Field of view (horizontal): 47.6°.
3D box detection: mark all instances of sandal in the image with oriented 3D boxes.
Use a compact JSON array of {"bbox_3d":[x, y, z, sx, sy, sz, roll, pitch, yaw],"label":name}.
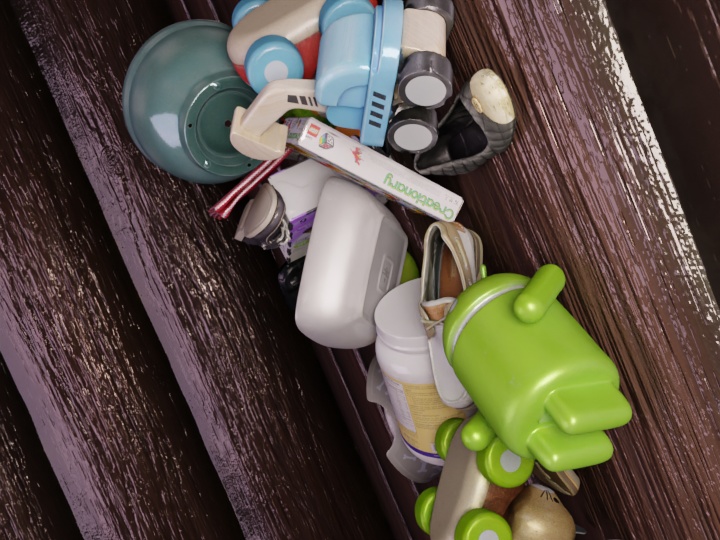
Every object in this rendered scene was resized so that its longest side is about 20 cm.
[{"bbox_3d":[0.195,0.167,0.905,0.201,0.054,0.080,55,162,-23],"label":"sandal"}]

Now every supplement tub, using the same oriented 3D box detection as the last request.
[{"bbox_3d":[0.099,0.124,1.016,0.145,0.144,0.202,48,158,57],"label":"supplement tub"}]

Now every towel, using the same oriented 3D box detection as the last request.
[{"bbox_3d":[-0.142,-0.120,1.086,0.023,0.145,0.200,47,173,-10],"label":"towel"}]

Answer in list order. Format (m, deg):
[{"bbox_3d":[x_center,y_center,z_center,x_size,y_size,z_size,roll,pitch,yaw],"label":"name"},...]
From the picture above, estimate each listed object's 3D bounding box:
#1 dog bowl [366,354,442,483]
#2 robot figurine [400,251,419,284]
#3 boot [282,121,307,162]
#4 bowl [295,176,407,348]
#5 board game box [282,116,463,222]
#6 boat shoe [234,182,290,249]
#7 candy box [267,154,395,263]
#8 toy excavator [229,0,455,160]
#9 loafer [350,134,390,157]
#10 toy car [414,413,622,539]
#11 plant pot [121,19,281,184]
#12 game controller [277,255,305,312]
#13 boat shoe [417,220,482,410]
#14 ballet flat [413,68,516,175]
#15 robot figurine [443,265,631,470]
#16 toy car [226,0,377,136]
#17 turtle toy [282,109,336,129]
[{"bbox_3d":[0.090,0.202,1.190,0.200,0.058,0.202,36,-139,-40],"label":"dog bowl"},{"bbox_3d":[0.022,0.016,1.232,0.176,0.116,0.200,50,168,-5],"label":"robot figurine"},{"bbox_3d":[-0.069,-0.209,1.267,0.129,0.201,0.068,23,128,6],"label":"boot"},{"bbox_3d":[0.000,0.000,1.028,0.200,0.074,0.202,37,-115,-69],"label":"bowl"},{"bbox_3d":[0.008,-0.116,0.931,0.198,0.035,0.126,25,-178,-19],"label":"board game box"},{"bbox_3d":[-0.117,-0.064,1.066,0.074,0.062,0.200,-70,15,-9],"label":"boat shoe"},{"bbox_3d":[-0.044,-0.101,1.164,0.072,0.166,0.200,61,168,11],"label":"candy box"},{"bbox_3d":[-0.023,-0.171,0.763,0.195,0.197,0.101,103,174,-60],"label":"toy excavator"},{"bbox_3d":[-0.008,-0.230,1.034,0.070,0.068,0.203,-11,99,48],"label":"loafer"},{"bbox_3d":[0.183,0.256,0.885,0.164,0.198,0.160,161,129,-76],"label":"toy car"},{"bbox_3d":[-0.178,-0.192,0.999,0.134,0.199,0.202,41,154,52],"label":"plant pot"},{"bbox_3d":[-0.048,-0.019,1.301,0.042,0.199,0.105,36,153,30],"label":"game controller"},{"bbox_3d":[0.093,0.046,0.871,0.068,0.074,0.203,19,-118,-50],"label":"boat shoe"},{"bbox_3d":[0.096,-0.124,0.751,0.067,0.056,0.200,64,169,7],"label":"ballet flat"},{"bbox_3d":[0.149,0.084,0.734,0.201,0.114,0.177,-124,37,-46],"label":"robot figurine"},{"bbox_3d":[-0.037,-0.223,0.938,0.201,0.175,0.185,59,-175,-35],"label":"toy car"},{"bbox_3d":[-0.069,-0.241,1.130,0.200,0.100,0.147,-123,12,-74],"label":"turtle toy"}]
